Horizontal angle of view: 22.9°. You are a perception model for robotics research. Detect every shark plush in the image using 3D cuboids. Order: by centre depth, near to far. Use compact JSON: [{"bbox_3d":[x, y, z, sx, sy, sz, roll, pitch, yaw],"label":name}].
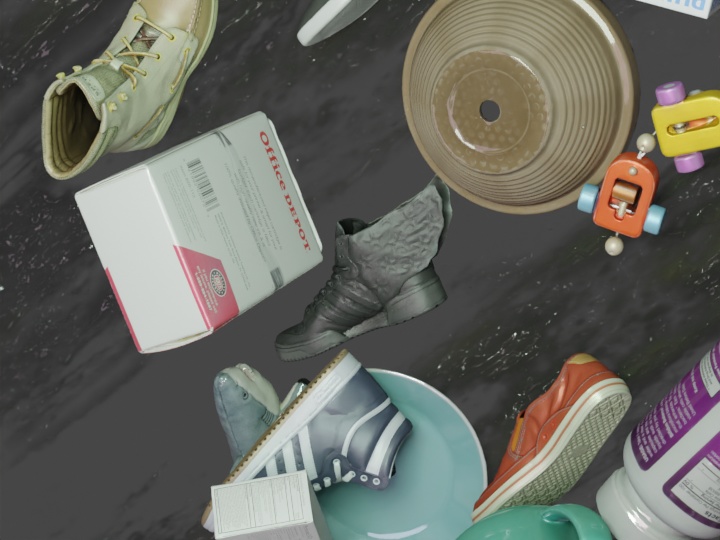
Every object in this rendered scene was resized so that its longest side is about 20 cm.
[{"bbox_3d":[-0.109,0.176,1.621,0.090,0.083,0.201,15,111,18],"label":"shark plush"}]

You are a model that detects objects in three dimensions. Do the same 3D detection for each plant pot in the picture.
[{"bbox_3d":[0.116,-0.137,1.423,0.199,0.093,0.202,7,108,22],"label":"plant pot"}]

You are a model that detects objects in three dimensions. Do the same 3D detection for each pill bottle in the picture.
[{"bbox_3d":[0.282,0.142,1.425,0.112,0.112,0.200,43,117,6],"label":"pill bottle"}]

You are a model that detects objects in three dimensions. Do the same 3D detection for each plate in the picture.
[{"bbox_3d":[0.017,0.178,1.589,0.199,0.026,0.202,4,108,12],"label":"plate"}]

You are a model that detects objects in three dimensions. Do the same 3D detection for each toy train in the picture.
[{"bbox_3d":[0.278,-0.071,1.394,0.199,0.056,0.151,15,117,16],"label":"toy train"}]

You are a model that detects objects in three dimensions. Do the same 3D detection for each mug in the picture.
[{"bbox_3d":[0.154,0.261,1.498,0.184,0.152,0.115,-33,47,22],"label":"mug"}]

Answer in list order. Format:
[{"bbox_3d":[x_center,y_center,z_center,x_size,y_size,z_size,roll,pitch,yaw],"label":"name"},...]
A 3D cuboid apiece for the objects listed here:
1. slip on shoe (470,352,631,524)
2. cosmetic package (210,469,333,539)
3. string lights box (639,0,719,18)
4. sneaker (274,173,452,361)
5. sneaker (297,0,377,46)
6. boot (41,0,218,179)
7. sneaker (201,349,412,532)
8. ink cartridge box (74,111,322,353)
[{"bbox_3d":[0.156,0.149,1.515,0.200,0.074,0.061,-57,48,31],"label":"slip on shoe"},{"bbox_3d":[-0.068,0.231,1.511,0.082,0.200,0.051,-8,62,2],"label":"cosmetic package"},{"bbox_3d":[0.242,-0.302,1.335,0.102,0.059,0.201,17,112,17],"label":"string lights box"},{"bbox_3d":[-0.001,0.001,1.537,0.199,0.060,0.105,-21,98,22],"label":"sneaker"},{"bbox_3d":[-0.006,-0.281,1.447,0.099,0.071,0.200,45,112,7],"label":"sneaker"},{"bbox_3d":[-0.197,-0.178,1.510,0.072,0.155,0.201,29,115,12],"label":"boot"},{"bbox_3d":[-0.042,0.176,1.540,0.108,0.070,0.200,42,98,-2],"label":"sneaker"},{"bbox_3d":[-0.130,-0.035,1.501,0.082,0.200,0.147,-18,98,30],"label":"ink cartridge box"}]
